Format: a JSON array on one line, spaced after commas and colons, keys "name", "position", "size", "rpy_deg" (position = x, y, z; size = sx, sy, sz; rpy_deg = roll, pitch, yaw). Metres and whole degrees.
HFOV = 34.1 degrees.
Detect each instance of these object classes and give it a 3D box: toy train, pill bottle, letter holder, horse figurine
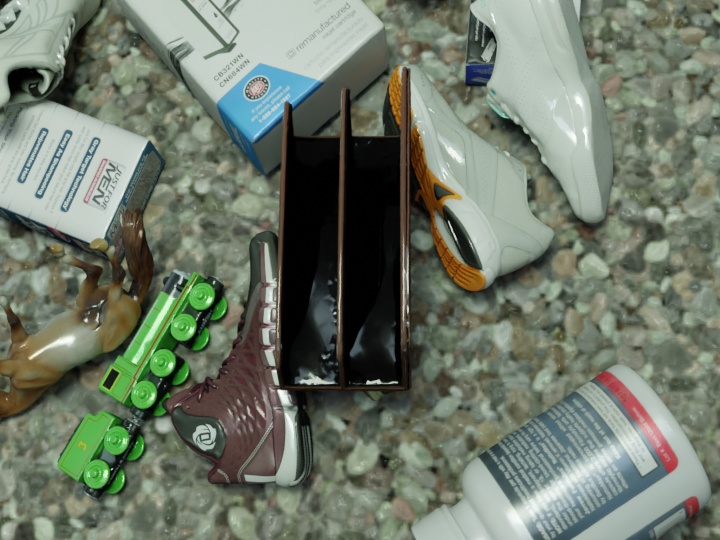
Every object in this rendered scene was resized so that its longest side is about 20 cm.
[{"name": "toy train", "position": [-0.176, 0.087, 0.947], "size": [0.056, 0.042, 0.202], "rpy_deg": [26, 81, 22]}, {"name": "pill bottle", "position": [0.141, 0.171, 0.854], "size": [0.198, 0.120, 0.121], "rpy_deg": [-33, 76, -3]}, {"name": "letter holder", "position": [-0.011, -0.029, 0.835], "size": [0.098, 0.142, 0.204], "rpy_deg": [1, 72, 1]}, {"name": "horse figurine", "position": [-0.233, 0.040, 0.922], "size": [0.199, 0.133, 0.050], "rpy_deg": [-37, 55, -10]}]

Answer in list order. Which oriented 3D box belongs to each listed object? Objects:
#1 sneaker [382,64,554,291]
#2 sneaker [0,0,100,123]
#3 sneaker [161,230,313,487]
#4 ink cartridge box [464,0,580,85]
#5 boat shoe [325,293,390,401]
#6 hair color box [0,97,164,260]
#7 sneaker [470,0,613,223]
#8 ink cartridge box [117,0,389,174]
[{"name": "sneaker", "position": [0.086, -0.083, 0.953], "size": [0.091, 0.076, 0.203], "rpy_deg": [-17, 72, -21]}, {"name": "sneaker", "position": [-0.270, -0.183, 0.967], "size": [0.080, 0.076, 0.201], "rpy_deg": [29, 45, 8]}, {"name": "sneaker", "position": [-0.104, 0.073, 0.926], "size": [0.113, 0.076, 0.204], "rpy_deg": [-8, 77, 7]}, {"name": "ink cartridge box", "position": [0.140, -0.257, 0.991], "size": [0.092, 0.044, 0.204], "rpy_deg": [5, 77, 5]}, {"name": "boat shoe", "position": [0.000, 0.000, 0.931], "size": [0.064, 0.073, 0.203], "rpy_deg": [-19, 76, 6]}, {"name": "hair color box", "position": [-0.276, -0.091, 0.985], "size": [0.197, 0.061, 0.101], "rpy_deg": [21, 79, 10]}, {"name": "sneaker", "position": [0.144, -0.131, 0.933], "size": [0.087, 0.075, 0.203], "rpy_deg": [-11, 106, 25]}, {"name": "ink cartridge box", "position": [-0.094, -0.208, 0.975], "size": [0.146, 0.084, 0.200], "rpy_deg": [-42, 77, -5]}]
